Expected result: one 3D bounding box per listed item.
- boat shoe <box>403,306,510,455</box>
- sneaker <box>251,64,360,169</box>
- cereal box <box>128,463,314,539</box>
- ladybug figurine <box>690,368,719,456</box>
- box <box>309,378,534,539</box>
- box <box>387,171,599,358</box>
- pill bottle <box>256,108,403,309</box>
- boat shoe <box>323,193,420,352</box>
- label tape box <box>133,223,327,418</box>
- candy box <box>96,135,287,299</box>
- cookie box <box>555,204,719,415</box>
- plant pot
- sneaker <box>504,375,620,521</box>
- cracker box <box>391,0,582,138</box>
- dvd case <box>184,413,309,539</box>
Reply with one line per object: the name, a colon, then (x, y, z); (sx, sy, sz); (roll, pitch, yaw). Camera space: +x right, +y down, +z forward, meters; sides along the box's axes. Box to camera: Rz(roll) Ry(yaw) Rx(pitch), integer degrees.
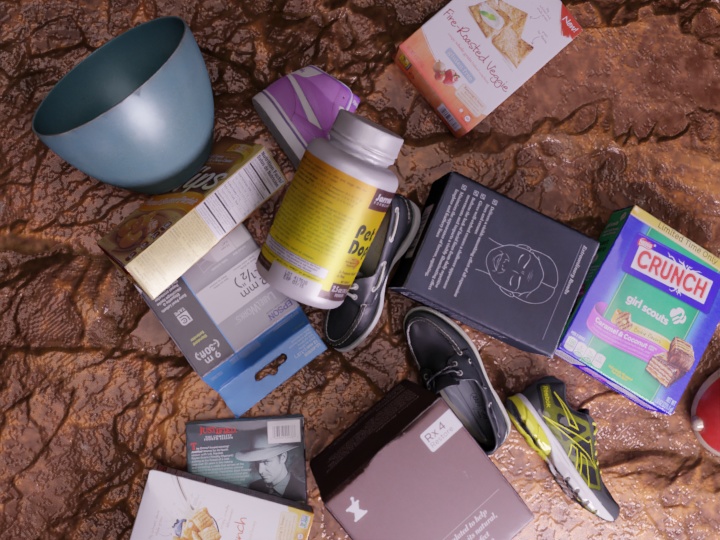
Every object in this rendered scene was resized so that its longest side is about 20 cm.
boat shoe: (0.112, 0.137, 1.034); (0.074, 0.066, 0.201); (-25, 99, 24)
sneaker: (-0.029, -0.153, 1.031); (0.114, 0.073, 0.202); (-34, 95, -12)
cereal box: (-0.167, 0.321, 0.994); (0.198, 0.040, 0.146); (16, 87, -7)
ladybug figurine: (0.518, 0.178, 1.096); (0.198, 0.072, 0.137); (-15, 91, -8)
box: (0.058, 0.244, 0.968); (0.165, 0.200, 0.165); (-39, 94, -6)
box: (0.157, -0.006, 1.033); (0.198, 0.107, 0.150); (25, 86, -6)
pill bottle: (-0.029, -0.068, 0.940); (0.108, 0.109, 0.202); (24, 102, -6)
boat shoe: (0.000, 0.000, 1.014); (0.075, 0.060, 0.202); (25, 94, 34)
label tape box: (-0.148, 0.054, 1.012); (0.143, 0.066, 0.201); (-36, 92, -7)
candy box: (-0.189, -0.065, 0.965); (0.200, 0.115, 0.056); (-44, 122, -15)
cookie box: (0.350, 0.049, 1.075); (0.170, 0.075, 0.201); (30, 84, -5)
plant pot: (-0.241, -0.166, 0.958); (0.200, 0.200, 0.135); (-39, 127, -7)
sneaker: (0.266, 0.218, 1.060); (0.084, 0.074, 0.201); (-38, 94, -7)
cracker box: (0.156, -0.281, 1.064); (0.200, 0.058, 0.134); (-42, 95, -7)
dvd case: (-0.134, 0.278, 1.031); (0.144, 0.022, 0.203); (-3, 90, -8)
